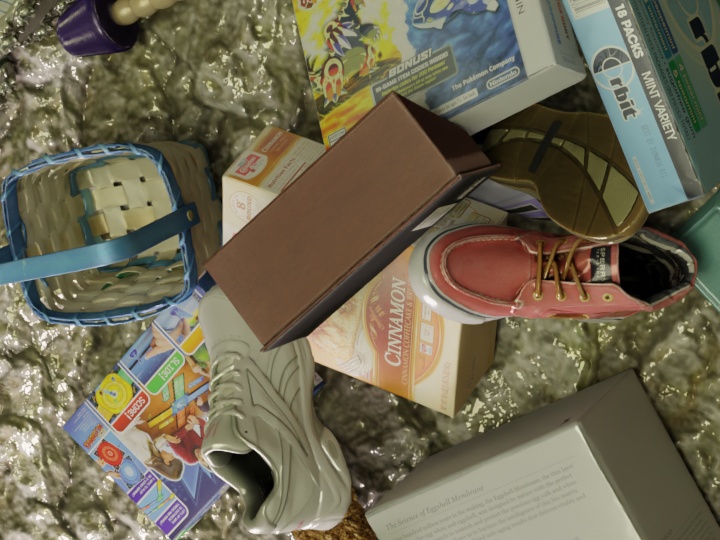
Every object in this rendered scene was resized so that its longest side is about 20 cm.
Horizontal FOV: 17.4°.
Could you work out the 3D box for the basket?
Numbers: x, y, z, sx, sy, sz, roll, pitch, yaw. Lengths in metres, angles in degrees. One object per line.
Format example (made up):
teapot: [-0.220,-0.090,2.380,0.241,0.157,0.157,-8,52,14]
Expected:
basket: [-0.199,-0.025,1.780,0.176,0.200,0.139,-8,98,31]

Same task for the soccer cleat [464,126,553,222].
soccer cleat: [0.108,-0.068,1.700,0.200,0.068,0.073,24,142,12]

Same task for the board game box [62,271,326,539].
board game box: [-0.136,0.109,1.894,0.135,0.034,0.200,46,121,5]

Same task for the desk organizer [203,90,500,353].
desk organizer: [-0.009,-0.036,1.626,0.200,0.072,0.077,-41,80,25]

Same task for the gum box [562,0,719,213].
gum box: [0.204,-0.146,1.534,0.045,0.200,0.170,-19,99,30]

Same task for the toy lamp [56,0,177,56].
toy lamp: [-0.144,-0.210,1.775,0.200,0.058,0.058,-18,99,29]

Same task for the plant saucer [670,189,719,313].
plant saucer: [0.300,0.037,1.659,0.200,0.019,0.070,47,122,4]

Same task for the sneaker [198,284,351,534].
sneaker: [-0.081,0.101,1.721,0.078,0.099,0.200,-37,71,42]

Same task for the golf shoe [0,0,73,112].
golf shoe: [-0.295,-0.203,1.844,0.097,0.078,0.200,49,121,11]

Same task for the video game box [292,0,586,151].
video game box: [0.048,-0.180,1.649,0.200,0.047,0.182,-26,64,31]

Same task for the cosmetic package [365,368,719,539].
cosmetic package: [0.148,0.209,1.735,0.199,0.123,0.200,-26,96,32]

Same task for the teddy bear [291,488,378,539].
teddy bear: [-0.011,0.206,1.813,0.067,0.200,0.145,-36,121,-4]

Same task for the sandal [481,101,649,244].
sandal: [0.147,-0.066,1.579,0.054,0.200,0.080,29,91,-29]

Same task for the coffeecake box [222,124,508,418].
coffeecake box: [0.000,0.000,1.740,0.200,0.073,0.154,21,136,19]

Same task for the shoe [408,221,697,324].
shoe: [0.136,-0.002,1.622,0.091,0.200,0.072,-19,70,52]
